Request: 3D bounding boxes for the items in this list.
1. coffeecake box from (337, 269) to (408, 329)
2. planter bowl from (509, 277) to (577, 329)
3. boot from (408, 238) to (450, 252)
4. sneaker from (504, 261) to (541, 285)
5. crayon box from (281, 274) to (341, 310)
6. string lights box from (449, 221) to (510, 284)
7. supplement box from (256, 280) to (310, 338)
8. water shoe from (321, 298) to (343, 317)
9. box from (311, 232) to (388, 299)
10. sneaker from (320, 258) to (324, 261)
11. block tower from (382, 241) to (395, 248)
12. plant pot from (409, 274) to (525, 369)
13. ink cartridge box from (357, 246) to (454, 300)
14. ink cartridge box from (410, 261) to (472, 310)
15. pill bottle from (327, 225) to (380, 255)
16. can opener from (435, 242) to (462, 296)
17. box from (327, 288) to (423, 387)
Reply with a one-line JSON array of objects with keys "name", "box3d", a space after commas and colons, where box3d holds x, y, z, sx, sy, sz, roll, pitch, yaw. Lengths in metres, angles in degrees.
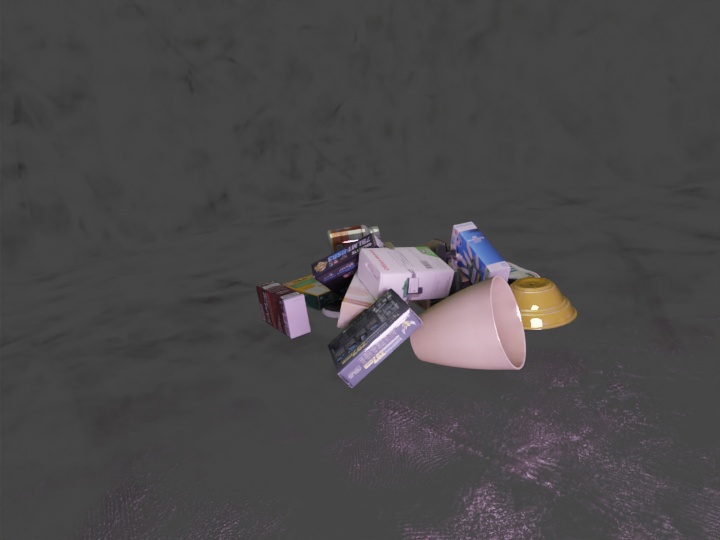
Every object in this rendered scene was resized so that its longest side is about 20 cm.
[{"name": "coffeecake box", "box3d": [0.040, 0.083, 1.360, 0.153, 0.073, 0.200, 14, 25, 5]}, {"name": "planter bowl", "box3d": [0.420, 0.068, 1.324, 0.200, 0.084, 0.200, -8, 15, 2]}, {"name": "boot", "box3d": [0.160, -0.036, 1.593, 0.146, 0.070, 0.200, -19, 2, -19]}, {"name": "sneaker", "box3d": [0.402, 0.024, 1.502, 0.093, 0.070, 0.200, -10, 18, -28]}, {"name": "crayon box", "box3d": [-0.135, 0.064, 1.664, 0.126, 0.052, 0.200, -20, 20, -36]}, {"name": "string lights box", "box3d": [0.308, -0.027, 1.418, 0.059, 0.103, 0.200, -14, 43, -15]}, {"name": "supplement box", "box3d": [-0.212, 0.102, 1.469, 0.061, 0.109, 0.200, -17, 18, -28]}, {"name": "water shoe", "box3d": [-0.011, 0.078, 1.507, 0.200, 0.079, 0.072, -9, 16, -3]}, {"name": "box", "box3d": [0.000, 0.000, 1.492, 0.200, 0.198, 0.050, -27, 53, 17]}, {"name": "sneaker", "box3d": [-0.086, -0.004, 1.668, 0.083, 0.072, 0.200, 9, -9, -16]}, {"name": "block tower", "box3d": [0.101, -0.057, 1.964, 0.058, 0.054, 0.200, -9, 17, -7]}, {"name": "plant pot", "box3d": [0.209, 0.124, 1.110, 0.200, 0.188, 0.187, -16, 10, 29]}, {"name": "ink cartridge box", "box3d": [0.108, 0.007, 1.361, 0.200, 0.084, 0.146, -3, 28, -22]}, {"name": "ink cartridge box", "box3d": [0.218, 0.042, 1.528, 0.165, 0.075, 0.200, -11, 16, -16]}, {"name": "pill bottle", "box3d": [-0.026, -0.117, 2.128, 0.200, 0.112, 0.112, -10, 16, -6]}, {"name": "can opener", "box3d": [0.235, 0.023, 1.409, 0.066, 0.200, 0.053, -10, -26, 21]}, {"name": "box", "box3d": [0.026, 0.139, 1.160, 0.200, 0.051, 0.158, -43, 17, 1]}]
